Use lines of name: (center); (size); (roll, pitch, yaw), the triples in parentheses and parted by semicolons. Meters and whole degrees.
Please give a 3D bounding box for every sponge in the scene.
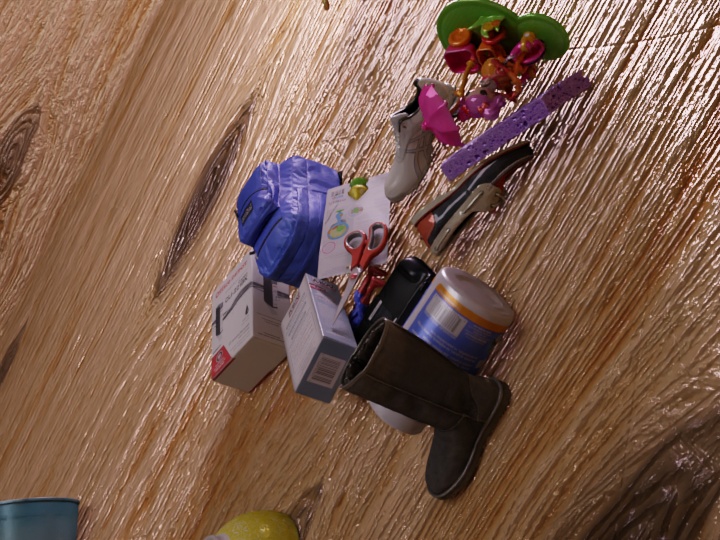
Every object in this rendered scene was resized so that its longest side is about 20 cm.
sponge: (0.201, -0.190, 1.412); (0.111, 0.030, 0.200); (-37, 4, -42)

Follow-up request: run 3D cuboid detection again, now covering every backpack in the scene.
backpack: (-0.119, -0.072, 1.799); (0.163, 0.167, 0.201); (-59, 29, 37)

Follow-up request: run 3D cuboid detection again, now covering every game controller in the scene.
game controller: (0.045, 0.078, 1.530); (0.201, 0.042, 0.104); (-57, 38, 17)

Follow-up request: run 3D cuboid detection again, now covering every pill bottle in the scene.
pill bottle: (0.096, 0.106, 1.360); (0.201, 0.112, 0.112); (-58, 30, 18)

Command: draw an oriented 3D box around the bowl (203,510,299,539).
bowl: (-0.185, 0.445, 1.600); (0.200, 0.107, 0.201); (-39, 39, 40)

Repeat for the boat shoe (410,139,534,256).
boat shoe: (0.158, -0.099, 1.451); (0.200, 0.071, 0.063); (-38, 75, 21)

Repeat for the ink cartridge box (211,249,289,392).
ink cartridge box: (-0.193, 0.087, 1.892); (0.144, 0.083, 0.201); (-45, 35, 36)

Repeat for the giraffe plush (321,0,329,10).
giraffe plush: (-0.028, -0.578, 2.031); (0.173, 0.199, 0.163); (-49, -12, -37)

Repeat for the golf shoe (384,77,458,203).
golf shoe: (0.072, -0.202, 1.637); (0.201, 0.097, 0.078); (-61, 31, 13)

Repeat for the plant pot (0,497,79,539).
plant pot: (-0.700, 0.593, 2.294); (0.200, 0.199, 0.190); (-28, 61, 49)

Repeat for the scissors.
scissors: (0.000, 0.000, 1.578); (0.073, 0.014, 0.201); (-11, 40, 18)

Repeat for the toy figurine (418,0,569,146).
toy figurine: (0.161, -0.247, 1.441); (0.199, 0.150, 0.185); (6, 58, 35)

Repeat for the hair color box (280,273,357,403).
hair color box: (-0.064, 0.098, 1.599); (0.099, 0.060, 0.200); (-62, 21, 19)

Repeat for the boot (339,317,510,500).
boot: (0.063, 0.168, 1.277); (0.072, 0.199, 0.183); (33, 99, 58)

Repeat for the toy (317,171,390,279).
toy: (-0.001, -0.062, 1.693); (0.114, 0.047, 0.201); (-14, 47, 19)

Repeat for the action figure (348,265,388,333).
action figure: (-0.011, 0.093, 1.617); (0.201, 0.051, 0.066); (-60, 24, 20)
